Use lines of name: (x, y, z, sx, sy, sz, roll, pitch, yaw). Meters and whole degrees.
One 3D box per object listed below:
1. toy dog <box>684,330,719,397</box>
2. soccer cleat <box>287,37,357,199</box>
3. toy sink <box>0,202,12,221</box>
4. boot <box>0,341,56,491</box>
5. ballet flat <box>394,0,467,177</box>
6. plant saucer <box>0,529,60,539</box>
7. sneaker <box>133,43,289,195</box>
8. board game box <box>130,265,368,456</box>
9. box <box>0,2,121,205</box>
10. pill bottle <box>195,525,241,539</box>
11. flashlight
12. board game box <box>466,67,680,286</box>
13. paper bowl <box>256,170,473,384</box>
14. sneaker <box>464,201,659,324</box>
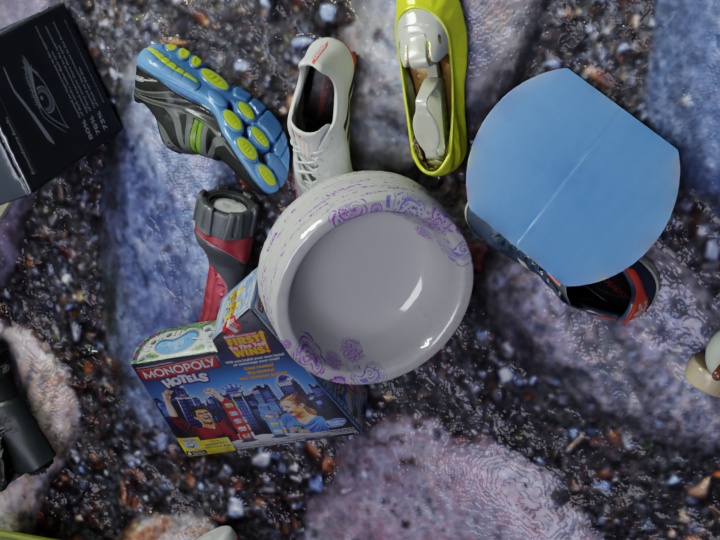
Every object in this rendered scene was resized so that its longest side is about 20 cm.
toy dog: (0.390, 0.104, 1.574, 0.198, 0.096, 0.133, 8, 115, 19)
soccer cleat: (-0.041, -0.123, 1.663, 0.068, 0.085, 0.201, 13, 116, 17)
toy sink: (-0.473, -0.113, 1.832, 0.200, 0.112, 0.131, 41, 121, 2)
boot: (-0.456, 0.178, 1.967, 0.199, 0.076, 0.169, -18, 100, 21)
ballet flat: (0.064, -0.181, 1.606, 0.066, 0.067, 0.202, 2, 112, 22)
plant saucer: (-0.372, 0.389, 2.039, 0.198, 0.048, 0.201, 6, 114, 20)
sneaker: (-0.147, -0.142, 1.709, 0.199, 0.071, 0.083, 40, 132, 16)
board game box: (-0.118, 0.091, 1.743, 0.198, 0.062, 0.201, -9, 132, 17)
box: (-0.346, -0.158, 1.709, 0.104, 0.200, 0.149, -17, 104, 27)
pill bottle: (-0.129, 0.390, 1.902, 0.110, 0.111, 0.201, -33, 97, 30)
flashlight: (-0.151, 0.015, 1.779, 0.067, 0.068, 0.201, 30, 121, 27)
board game box: (0.196, -0.081, 1.592, 0.200, 0.039, 0.158, 40, 97, 21)
paper bowl: (0.000, 0.000, 1.658, 0.199, 0.104, 0.202, -9, 119, -16)
sneaker: (0.182, -0.014, 1.617, 0.199, 0.085, 0.075, 26, 119, 11)
